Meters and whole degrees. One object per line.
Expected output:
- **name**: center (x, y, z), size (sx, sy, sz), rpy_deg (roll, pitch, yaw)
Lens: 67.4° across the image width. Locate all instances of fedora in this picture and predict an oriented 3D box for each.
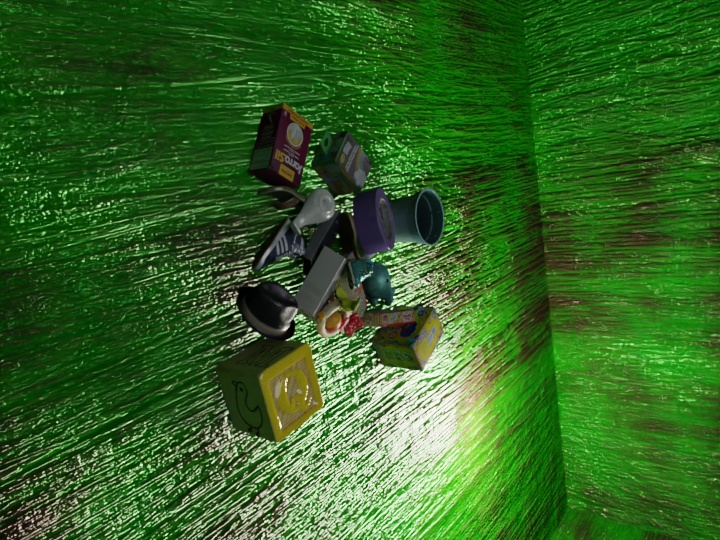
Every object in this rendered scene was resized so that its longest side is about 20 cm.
- **fedora**: center (-0.242, 0.097, 1.493), size (0.198, 0.092, 0.203), rpy_deg (35, 27, -21)

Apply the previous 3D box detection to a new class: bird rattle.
- **bird rattle**: center (-0.074, 0.139, 1.665), size (0.160, 0.113, 0.203), rpy_deg (-30, 151, -26)

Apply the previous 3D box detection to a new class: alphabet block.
- **alphabet block**: center (-0.244, 0.315, 1.468), size (0.194, 0.195, 0.203), rpy_deg (-30, 111, -46)

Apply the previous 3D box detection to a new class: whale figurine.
- **whale figurine**: center (0.078, 0.054, 1.943), size (0.199, 0.101, 0.164), rpy_deg (42, 58, -42)

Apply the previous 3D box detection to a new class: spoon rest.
- **spoon rest**: center (-0.147, -0.174, 1.622), size (0.200, 0.059, 0.101), rpy_deg (-45, 111, -39)

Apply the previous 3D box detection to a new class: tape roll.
- **tape roll**: center (0.047, -0.162, 1.787), size (0.199, 0.082, 0.209), rpy_deg (-10, 91, -71)

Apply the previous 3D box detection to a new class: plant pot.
- **plant pot**: center (0.182, -0.190, 2.006), size (0.196, 0.191, 0.210), rpy_deg (3, 85, -49)

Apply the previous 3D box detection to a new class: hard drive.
- **hard drive**: center (-0.124, -0.085, 1.698), size (0.136, 0.041, 0.204), rpy_deg (98, 18, -60)

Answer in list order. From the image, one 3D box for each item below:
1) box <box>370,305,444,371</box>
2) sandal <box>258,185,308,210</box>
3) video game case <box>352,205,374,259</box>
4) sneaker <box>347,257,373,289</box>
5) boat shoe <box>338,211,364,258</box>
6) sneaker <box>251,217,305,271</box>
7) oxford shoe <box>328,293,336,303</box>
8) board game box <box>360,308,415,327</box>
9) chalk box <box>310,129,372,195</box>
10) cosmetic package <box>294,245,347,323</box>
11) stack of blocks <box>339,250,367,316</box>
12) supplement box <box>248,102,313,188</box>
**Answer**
- **box**: center (0.176, 0.245, 1.990), size (0.201, 0.188, 0.125), rpy_deg (-52, 126, -38)
- **sandal**: center (-0.218, -0.205, 1.604), size (0.198, 0.078, 0.060), rpy_deg (18, 71, -50)
- **video game case**: center (0.030, -0.153, 1.892), size (0.200, 0.023, 0.189), rpy_deg (-43, 121, -68)
- **sneaker**: center (0.000, 0.000, 1.687), size (0.201, 0.076, 0.081), rpy_deg (-67, 153, -70)
- **boat shoe**: center (-0.027, -0.113, 1.851), size (0.069, 0.071, 0.207), rpy_deg (-44, 129, -46)
- **sneaker**: center (-0.231, -0.050, 1.580), size (0.109, 0.069, 0.203), rpy_deg (47, 51, -23)
- **oxford shoe**: center (-0.110, 0.105, 1.757), size (0.069, 0.071, 0.208), rpy_deg (-18, 106, -18)
- **board game box**: center (0.080, 0.166, 1.907), size (0.196, 0.148, 0.048), rpy_deg (-1, 89, -49)
- **chalk box**: center (-0.073, -0.361, 1.757), size (0.200, 0.121, 0.128), rpy_deg (46, 57, -38)
- **cosmetic package**: center (-0.122, 0.044, 1.648), size (0.205, 0.083, 0.108), rpy_deg (-61, 171, -15)
- **stack of blocks**: center (-0.038, 0.053, 1.804), size (0.116, 0.056, 0.207), rpy_deg (-59, 136, -65)
- **supplement box**: center (-0.231, -0.358, 1.576), size (0.129, 0.100, 0.208), rpy_deg (25, 71, -47)
